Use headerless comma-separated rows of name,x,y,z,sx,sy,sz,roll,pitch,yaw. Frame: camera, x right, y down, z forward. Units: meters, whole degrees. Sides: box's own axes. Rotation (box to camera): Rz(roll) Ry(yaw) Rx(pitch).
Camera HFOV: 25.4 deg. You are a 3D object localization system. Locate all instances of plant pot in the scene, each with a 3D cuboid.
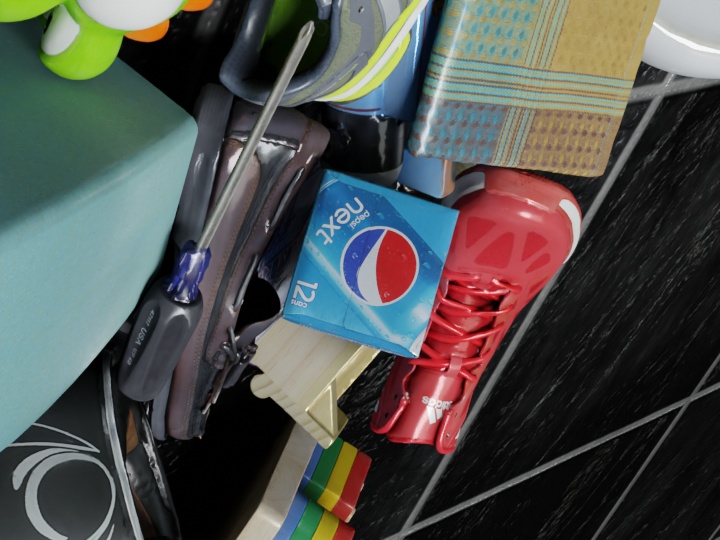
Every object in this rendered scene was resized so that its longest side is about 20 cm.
plant pot,-0.167,-0.016,0.625,0.200,0.141,0.142,-35,155,-43

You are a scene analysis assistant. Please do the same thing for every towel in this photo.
towel,0.096,-0.144,0.736,0.146,0.022,0.202,2,110,-45

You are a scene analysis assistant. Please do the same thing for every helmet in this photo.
helmet,-0.186,0.134,0.745,0.188,0.202,0.201,-14,150,-2

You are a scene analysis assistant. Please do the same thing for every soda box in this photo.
soda box,0.000,0.000,0.774,0.200,0.063,0.069,154,-48,-86

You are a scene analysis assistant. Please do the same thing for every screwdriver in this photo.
screwdriver,-0.062,-0.024,0.669,0.028,0.029,0.201,12,121,-25

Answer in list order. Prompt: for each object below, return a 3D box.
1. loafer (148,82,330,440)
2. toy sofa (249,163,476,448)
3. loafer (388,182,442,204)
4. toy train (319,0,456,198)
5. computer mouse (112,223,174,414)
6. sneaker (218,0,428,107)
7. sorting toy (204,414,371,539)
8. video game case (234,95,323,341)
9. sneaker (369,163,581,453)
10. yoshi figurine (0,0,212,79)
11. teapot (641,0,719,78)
loafer,-0.060,0.008,0.743,0.062,0.072,0.201,10,129,-4
toy sofa,0.011,0.004,0.994,0.200,0.097,0.083,-49,179,8
loafer,0.019,-0.060,0.901,0.201,0.062,0.072,-62,-165,12
toy train,0.021,-0.128,0.748,0.114,0.086,0.202,-27,132,-46
computer mouse,-0.111,0.001,0.819,0.139,0.052,0.200,-56,164,-17
sneaker,0.007,-0.137,0.629,0.081,0.074,0.201,-38,161,-53
sorting toy,-0.066,0.196,1.051,0.201,0.069,0.199,-56,-177,23
video game case,-0.046,-0.036,0.839,0.143,0.019,0.201,-45,157,-48
sneaker,0.059,0.033,0.840,0.200,0.077,0.117,103,3,-65
yoshi figurine,-0.091,-0.146,0.555,0.200,0.112,0.113,-51,-179,41
teapot,0.187,-0.201,0.861,0.146,0.197,0.200,-115,-155,-80
